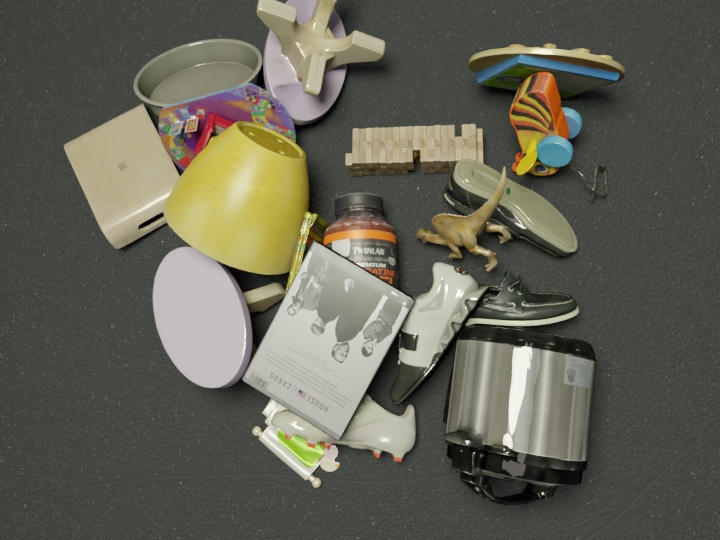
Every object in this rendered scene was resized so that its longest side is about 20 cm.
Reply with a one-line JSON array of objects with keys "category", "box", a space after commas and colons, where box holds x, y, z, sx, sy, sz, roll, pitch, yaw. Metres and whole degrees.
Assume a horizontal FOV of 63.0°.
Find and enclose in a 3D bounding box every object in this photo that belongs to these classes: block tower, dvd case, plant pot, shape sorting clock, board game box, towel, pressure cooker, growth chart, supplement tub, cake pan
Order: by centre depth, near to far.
[{"category": "pressure cooker", "box": [0.188, 0.177, 0.711, 0.172, 0.179, 0.204, 7, 81, 9]}, {"category": "dvd case", "box": [-0.041, 0.087, 0.740, 0.149, 0.025, 0.203, 29, 95, 7]}, {"category": "shape sorting clock", "box": [0.240, -0.265, 0.767, 0.196, 0.200, 0.040, 7, 95, 12]}, {"category": "plant pot", "box": [-0.146, -0.112, 0.792, 0.198, 0.199, 0.144, 34, 112, 14]}, {"category": "towel", "box": [-0.080, 0.025, 0.808, 0.018, 0.086, 0.204, 13, 87, 15]}, {"category": "supplement tub", "box": [0.000, 0.000, 0.813, 0.105, 0.107, 0.205, -4, 80, 10]}, {"category": "growth chart", "box": [-0.064, 0.189, 0.840, 0.143, 0.018, 0.203, 26, 87, 13]}, {"category": "board game box", "box": [-0.191, -0.179, 0.853, 0.196, 0.159, 0.040, -12, 52, 8]}, {"category": "block tower", "box": [0.078, -0.174, 0.855, 0.196, 0.054, 0.059, -1, 79, 10]}, {"category": "cake pan", "box": [-0.243, -0.291, 0.898, 0.196, 0.037, 0.203, -4, 46, 5]}]

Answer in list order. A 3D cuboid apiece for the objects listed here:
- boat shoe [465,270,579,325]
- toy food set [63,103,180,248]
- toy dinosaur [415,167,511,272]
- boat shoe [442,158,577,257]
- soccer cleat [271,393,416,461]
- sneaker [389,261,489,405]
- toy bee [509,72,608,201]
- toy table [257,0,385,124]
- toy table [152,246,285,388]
[{"category": "boat shoe", "box": [0.188, 0.033, 0.786, 0.195, 0.074, 0.068, -2, 101, 19]}, {"category": "toy food set", "box": [-0.369, -0.155, 0.942, 0.142, 0.061, 0.202, -29, 78, -7]}, {"category": "toy dinosaur", "box": [0.145, -0.051, 0.771, 0.100, 0.199, 0.059, 32, 61, -17]}, {"category": "boat shoe", "box": [0.207, -0.078, 0.816, 0.198, 0.068, 0.072, 31, 49, 3]}, {"category": "soccer cleat", "box": [-0.020, 0.201, 0.792, 0.196, 0.069, 0.079, 12, 81, -7]}, {"category": "sneaker", "box": [0.079, 0.080, 0.766, 0.088, 0.074, 0.202, 34, 106, 16]}, {"category": "toy bee", "box": [0.241, -0.164, 0.790, 0.107, 0.131, 0.202, -2, 122, 45]}, {"category": "toy table", "box": [-0.068, -0.327, 0.846, 0.180, 0.117, 0.205, 1, 83, -21]}, {"category": "toy table", "box": [-0.200, 0.070, 0.827, 0.181, 0.117, 0.203, -23, 73, 12]}]
